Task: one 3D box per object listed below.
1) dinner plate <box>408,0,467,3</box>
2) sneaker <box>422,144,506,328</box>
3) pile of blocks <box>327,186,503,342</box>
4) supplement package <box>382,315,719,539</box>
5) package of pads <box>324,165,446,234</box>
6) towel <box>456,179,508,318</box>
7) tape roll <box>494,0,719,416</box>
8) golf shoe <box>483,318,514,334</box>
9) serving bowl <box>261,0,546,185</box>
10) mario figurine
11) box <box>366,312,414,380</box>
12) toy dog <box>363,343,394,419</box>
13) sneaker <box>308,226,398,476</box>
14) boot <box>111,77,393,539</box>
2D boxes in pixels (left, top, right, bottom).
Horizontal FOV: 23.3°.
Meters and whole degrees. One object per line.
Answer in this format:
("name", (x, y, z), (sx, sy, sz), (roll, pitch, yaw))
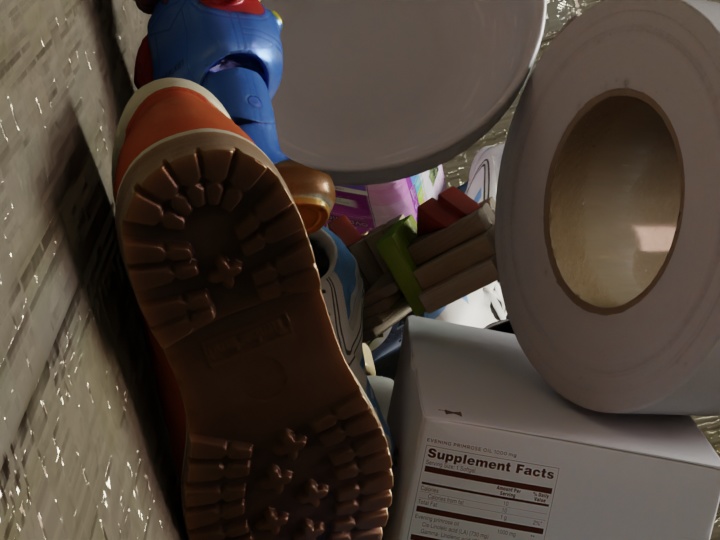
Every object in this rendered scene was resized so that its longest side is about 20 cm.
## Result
("dinner plate", (-0.001, -0.151, 0.993), (0.024, 0.200, 0.201), (15, 61, -80))
("sneaker", (0.089, -0.010, 1.145), (0.072, 0.072, 0.200), (61, 40, -40))
("pile of blocks", (0.000, 0.000, 0.982), (0.082, 0.200, 0.062), (-36, 99, -44))
("supplement package", (0.078, 0.152, 0.897), (0.191, 0.147, 0.200), (-93, -166, -77))
("package of pads", (-0.015, -0.080, 1.124), (0.200, 0.120, 0.076), (71, 37, -63))
("towel", (0.098, -0.017, 1.316), (0.200, 0.048, 0.112), (-43, -118, 62))
("tape roll", (0.176, -0.028, 0.857), (0.203, 0.139, 0.203), (-9, -101, 60))
("golf shoe", (0.092, 0.070, 1.052), (0.200, 0.094, 0.078), (-47, -160, 44))
("serving bowl", (-0.002, -0.129, 0.934), (0.066, 0.200, 0.200), (82, -5, -67))
("mario figurine", (-0.046, -0.100, 0.740), (0.106, 0.123, 0.200), (39, 39, -64))
("box", (0.017, 0.077, 1.360), (0.200, 0.086, 0.164), (-84, 158, -82))
("toy dog", (0.021, 0.114, 1.103), (0.200, 0.096, 0.132), (62, 18, -75))
("sneaker", (-0.029, 0.049, 0.869), (0.072, 0.072, 0.200), (49, 20, -37))
("boot", (-0.043, 0.027, 0.628), (0.107, 0.075, 0.200), (-123, -160, -60))
